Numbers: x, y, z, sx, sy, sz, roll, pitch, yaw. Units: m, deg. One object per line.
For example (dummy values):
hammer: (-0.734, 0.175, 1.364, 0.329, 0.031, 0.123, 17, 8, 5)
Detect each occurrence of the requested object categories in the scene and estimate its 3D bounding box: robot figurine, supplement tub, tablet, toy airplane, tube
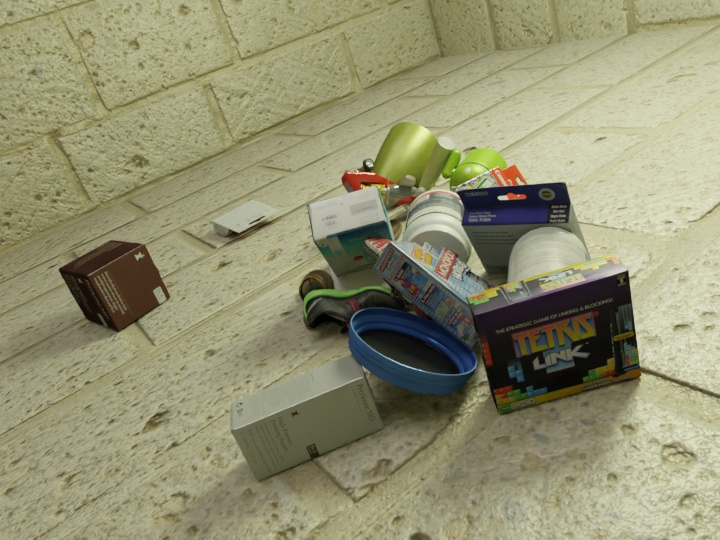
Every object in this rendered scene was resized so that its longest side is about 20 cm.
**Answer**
robot figurine: (0.292, -0.228, 1.442, 0.175, 0.116, 0.200, 27, 42, 15)
supplement tub: (0.157, -0.069, 1.191, 0.139, 0.141, 0.200, -11, 26, 16)
tablet: (0.000, 0.000, 1.271, 0.129, 0.014, 0.200, -18, 37, 1)
toy airplane: (0.064, -0.178, 1.476, 0.198, 0.200, 0.142, 4, 64, 24)
tube: (0.188, -0.257, 1.529, 0.058, 0.201, 0.052, -1, 51, -21)
supplement tub: (0.293, 0.031, 0.904, 0.131, 0.133, 0.200, -8, 28, 22)

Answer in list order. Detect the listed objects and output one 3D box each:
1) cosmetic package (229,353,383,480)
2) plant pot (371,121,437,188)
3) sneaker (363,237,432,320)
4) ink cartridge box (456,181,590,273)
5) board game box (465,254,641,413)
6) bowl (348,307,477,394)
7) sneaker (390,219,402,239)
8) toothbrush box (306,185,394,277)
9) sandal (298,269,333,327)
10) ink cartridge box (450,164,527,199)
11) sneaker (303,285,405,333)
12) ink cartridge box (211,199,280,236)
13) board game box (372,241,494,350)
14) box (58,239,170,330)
cosmetic package: (-0.077, 0.210, 0.844, 0.199, 0.102, 0.074, -22, 25, -3)
plant pot: (0.109, -0.279, 1.637, 0.186, 0.188, 0.200, 7, 50, 43)
sneaker: (0.072, 0.010, 1.067, 0.080, 0.075, 0.200, -6, 44, -51)
ink cartridge box: (0.285, -0.067, 1.030, 0.199, 0.200, 0.041, 1, 52, 37)
board game box: (0.258, 0.088, 0.776, 0.199, 0.166, 0.057, -17, 25, 6)
bowl: (0.075, 0.119, 0.879, 0.199, 0.040, 0.201, 16, 18, -5)
sneaker: (0.016, -0.086, 1.400, 0.199, 0.076, 0.070, -32, 28, -24)
toothbrush box: (-0.010, -0.073, 1.181, 0.145, 0.200, 0.086, -14, 68, 5)
sandal: (-0.101, 0.045, 1.227, 0.080, 0.054, 0.200, -32, 25, 12)
ink cartridge box: (0.307, -0.171, 1.321, 0.199, 0.109, 0.050, -27, -12, -15)
sneaker: (-0.010, 0.079, 1.113, 0.198, 0.077, 0.084, -5, 66, 9)
ink cartridge box: (-0.360, -0.156, 1.852, 0.162, 0.057, 0.200, -33, 37, -27)
board game box: (0.129, 0.011, 0.971, 0.062, 0.199, 0.200, -57, -2, 27)
box: (-0.640, 0.032, 1.518, 0.199, 0.167, 0.164, 6, 34, 44)
